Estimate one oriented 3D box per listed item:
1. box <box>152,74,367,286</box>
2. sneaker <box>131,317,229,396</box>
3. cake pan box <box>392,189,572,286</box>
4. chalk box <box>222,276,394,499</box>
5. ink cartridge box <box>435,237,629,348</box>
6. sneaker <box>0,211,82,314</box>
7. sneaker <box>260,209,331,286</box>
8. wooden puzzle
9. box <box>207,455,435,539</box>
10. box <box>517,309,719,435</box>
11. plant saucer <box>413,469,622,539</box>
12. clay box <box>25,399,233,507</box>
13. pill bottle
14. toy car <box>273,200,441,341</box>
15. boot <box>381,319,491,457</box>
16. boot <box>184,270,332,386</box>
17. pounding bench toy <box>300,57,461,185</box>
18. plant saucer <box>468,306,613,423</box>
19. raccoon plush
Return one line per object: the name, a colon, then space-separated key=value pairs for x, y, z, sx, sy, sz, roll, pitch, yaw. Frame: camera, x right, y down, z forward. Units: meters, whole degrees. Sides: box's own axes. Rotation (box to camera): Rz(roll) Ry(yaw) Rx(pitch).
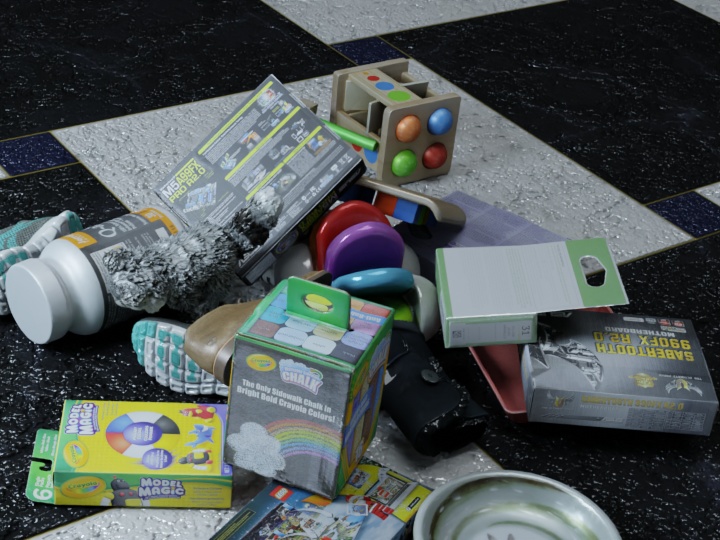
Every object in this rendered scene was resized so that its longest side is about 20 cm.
box: x=-0.117 y=-0.107 z=1.631 sx=0.200 sy=0.044 sz=0.160 roll=-45 pitch=72 yaw=-5
sneaker: x=-0.152 y=0.094 z=1.532 sx=0.200 sy=0.078 sz=0.091 roll=20 pitch=26 yaw=6
cake pan box: x=0.149 y=-0.022 z=1.778 sx=0.200 sy=0.052 sz=0.184 roll=26 pitch=39 yaw=28
chalk box: x=-0.047 y=0.093 z=1.342 sx=0.124 sy=0.200 sz=0.124 roll=17 pitch=30 yaw=13
ink cartridge box: x=0.188 y=0.023 z=1.559 sx=0.200 sy=0.048 sz=0.146 roll=-3 pitch=33 yaw=0
sneaker: x=-0.414 y=-0.008 z=1.641 sx=0.091 sy=0.078 sz=0.200 roll=3 pitch=24 yaw=25
sneaker: x=-0.051 y=-0.065 z=1.748 sx=0.075 sy=0.116 sz=0.200 roll=22 pitch=35 yaw=27
wooden puzzle: x=0.023 y=-0.093 z=1.725 sx=0.200 sy=0.046 sz=0.185 roll=23 pitch=6 yaw=13
box: x=-0.036 y=0.247 z=1.327 sx=0.136 sy=0.038 sz=0.200 roll=22 pitch=35 yaw=24
box: x=0.277 y=0.108 z=1.528 sx=0.200 sy=0.048 sz=0.158 roll=5 pitch=31 yaw=-1
plant saucer: x=0.147 y=0.270 z=1.312 sx=0.200 sy=0.050 sz=0.200 roll=4 pitch=33 yaw=-3
clay box: x=-0.228 y=0.182 z=1.389 sx=0.200 sy=0.048 sz=0.115 roll=3 pitch=32 yaw=-8
pill bottle: x=-0.296 y=0.006 z=1.594 sx=0.200 sy=0.116 sz=0.116 roll=-23 pitch=42 yaw=-39
toy car: x=0.000 y=0.000 z=1.622 sx=0.175 sy=0.150 sz=0.200 roll=-4 pitch=34 yaw=-17
boot: x=0.027 y=0.119 z=1.464 sx=0.200 sy=0.076 sz=0.168 roll=7 pitch=31 yaw=-39
boot: x=-0.107 y=0.045 z=1.482 sx=0.075 sy=0.074 sz=0.200 roll=26 pitch=40 yaw=28
pounding bench toy: x=0.021 y=-0.199 z=1.968 sx=0.200 sy=0.124 sz=0.156 roll=-16 pitch=38 yaw=-31
plant saucer: x=0.225 y=0.107 z=1.598 sx=0.200 sy=0.037 sz=0.200 roll=-4 pitch=34 yaw=-15
raccoon plush: x=-0.191 y=-0.031 z=1.504 sx=0.097 sy=0.200 sz=0.134 roll=40 pitch=11 yaw=27
